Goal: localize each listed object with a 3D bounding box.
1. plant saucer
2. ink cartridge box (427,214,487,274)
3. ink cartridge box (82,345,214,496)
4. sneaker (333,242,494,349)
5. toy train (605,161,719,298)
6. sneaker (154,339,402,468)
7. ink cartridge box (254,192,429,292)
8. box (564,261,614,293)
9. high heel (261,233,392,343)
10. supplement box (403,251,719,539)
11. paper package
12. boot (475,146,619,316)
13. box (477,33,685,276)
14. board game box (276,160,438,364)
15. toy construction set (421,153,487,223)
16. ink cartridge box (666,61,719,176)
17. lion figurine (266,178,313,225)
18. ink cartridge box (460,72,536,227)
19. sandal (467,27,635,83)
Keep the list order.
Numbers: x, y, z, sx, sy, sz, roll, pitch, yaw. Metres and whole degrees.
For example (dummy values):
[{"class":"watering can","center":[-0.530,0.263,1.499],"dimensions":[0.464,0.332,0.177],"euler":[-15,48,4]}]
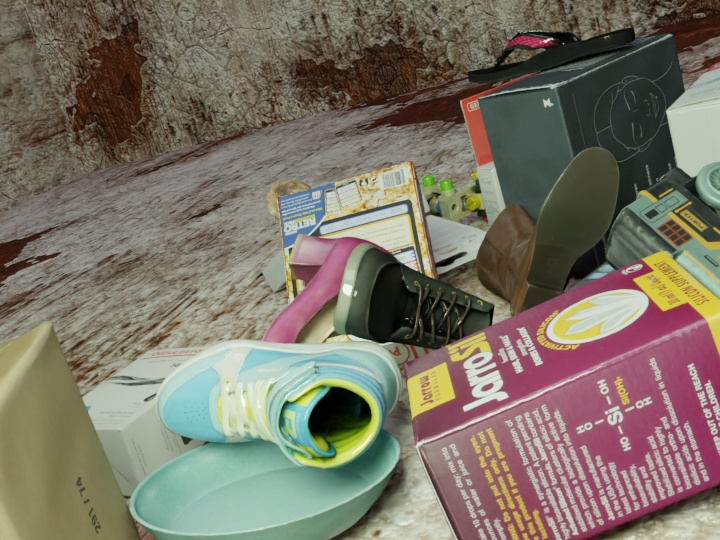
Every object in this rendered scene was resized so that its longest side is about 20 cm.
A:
[{"class":"plant saucer","center":[-0.065,0.160,0.708],"dimensions":[0.196,0.037,0.200],"euler":[-10,10,2]},{"class":"ink cartridge box","center":[0.067,-0.005,1.156],"dimensions":[0.158,0.048,0.199],"euler":[-23,20,-18]},{"class":"ink cartridge box","center":[-0.188,0.127,0.926],"dimensions":[0.114,0.069,0.200],"euler":[-6,19,33]},{"class":"sneaker","center":[0.050,0.029,0.806],"dimensions":[0.104,0.076,0.200],"euler":[15,1,18]},{"class":"toy train","center":[0.270,0.006,0.705],"dimensions":[0.113,0.086,0.201],"euler":[-28,57,-20]},{"class":"sneaker","center":[-0.069,0.099,0.721],"dimensions":[0.196,0.081,0.131],"euler":[-9,8,7]},{"class":"ink cartridge box","center":[-0.028,-0.033,1.304],"dimensions":[0.194,0.044,0.200],"euler":[-25,-6,-23]},{"class":"box","center":[0.265,0.024,0.832],"dimensions":[0.198,0.050,0.160],"euler":[-31,19,-34]},{"class":"high heel","center":[-0.033,0.060,0.896],"dimensions":[0.094,0.068,0.203],"euler":[9,60,12]},{"class":"supplement box","center":[0.136,0.085,0.619],"dimensions":[0.197,0.105,0.131],"euler":[-24,16,5]},{"class":"paper package","center":[-0.213,0.163,0.593],"dimensions":[0.101,0.204,0.191],"euler":[-17,16,0]},{"class":"boot","center":[0.173,-0.045,0.965],"dimensions":[0.063,0.189,0.200],"euler":[21,13,-8]},{"class":"box","center":[0.255,-0.125,1.064],"dimensions":[0.195,0.204,0.123],"euler":[-26,17,-33]},{"class":"board game box","center":[0.000,0.000,0.978],"dimensions":[0.148,0.047,0.203],"euler":[-14,57,9]},{"class":"toy construction set","center":[0.153,-0.113,1.356],"dimensions":[0.199,0.093,0.130],"euler":[-40,25,-29]},{"class":"ink cartridge box","center":[0.402,-0.136,1.043],"dimensions":[0.082,0.148,0.199],"euler":[-6,19,36]},{"class":"lion figurine","center":[-0.049,-0.021,1.082],"dimensions":[0.073,0.121,0.201],"euler":[-47,26,23]},{"class":"ink cartridge box","center":[0.235,-0.156,1.232],"dimensions":[0.197,0.179,0.045],"euler":[-23,17,-19]},{"class":"sandal","center":[0.203,-0.245,1.071],"dimensions":[0.197,0.046,0.075],"euler":[-9,16,41]}]
